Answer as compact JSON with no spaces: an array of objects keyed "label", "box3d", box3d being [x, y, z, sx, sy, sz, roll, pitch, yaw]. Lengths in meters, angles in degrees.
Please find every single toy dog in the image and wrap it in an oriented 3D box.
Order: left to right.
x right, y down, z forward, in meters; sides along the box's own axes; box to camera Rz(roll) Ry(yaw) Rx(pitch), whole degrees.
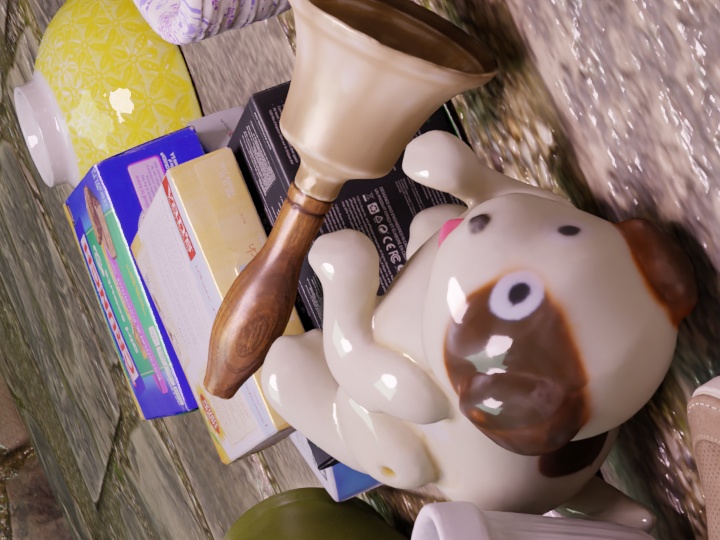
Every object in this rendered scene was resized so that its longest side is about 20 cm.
[{"label":"toy dog","box3d":[0.059,0.038,0.869,0.194,0.139,0.200,55,162,7]}]

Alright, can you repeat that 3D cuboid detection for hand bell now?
[{"label":"hand bell","box3d":[-0.027,-0.027,0.946,0.104,0.104,0.200,49,120,50]}]

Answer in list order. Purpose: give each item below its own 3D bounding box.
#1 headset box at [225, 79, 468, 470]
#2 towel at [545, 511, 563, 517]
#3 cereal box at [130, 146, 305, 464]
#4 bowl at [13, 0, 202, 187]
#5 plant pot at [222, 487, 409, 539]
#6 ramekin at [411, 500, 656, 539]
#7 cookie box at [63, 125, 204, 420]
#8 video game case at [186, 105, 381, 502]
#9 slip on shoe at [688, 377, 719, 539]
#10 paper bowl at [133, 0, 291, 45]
[{"label":"headset box","box3d":[0.000,0.000,1.083,0.174,0.093,0.200,67,164,8]},{"label":"towel","box3d":[0.116,0.202,1.065,0.200,0.032,0.191,67,163,8]},{"label":"cereal box","box3d":[-0.072,0.026,1.115,0.144,0.039,0.200,67,165,4]},{"label":"bowl","box3d":[-0.196,-0.117,1.555,0.200,0.108,0.200,57,159,36]},{"label":"plant pot","box3d":[-0.020,0.233,1.302,0.193,0.200,0.201,-119,14,-67]},{"label":"ramekin","box3d":[0.080,0.196,0.864,0.200,0.105,0.200,180,90,-84]},{"label":"cookie box","box3d":[-0.129,0.008,1.387,0.200,0.075,0.171,156,93,-75]},{"label":"video game case","box3d":[-0.046,0.019,1.343,0.181,0.045,0.200,48,154,51]},{"label":"slip on shoe","box3d":[0.158,0.139,0.771,0.076,0.061,0.200,168,82,-74]},{"label":"paper bowl","box3d":[-0.077,-0.223,1.045,0.201,0.104,0.201,58,161,33]}]
